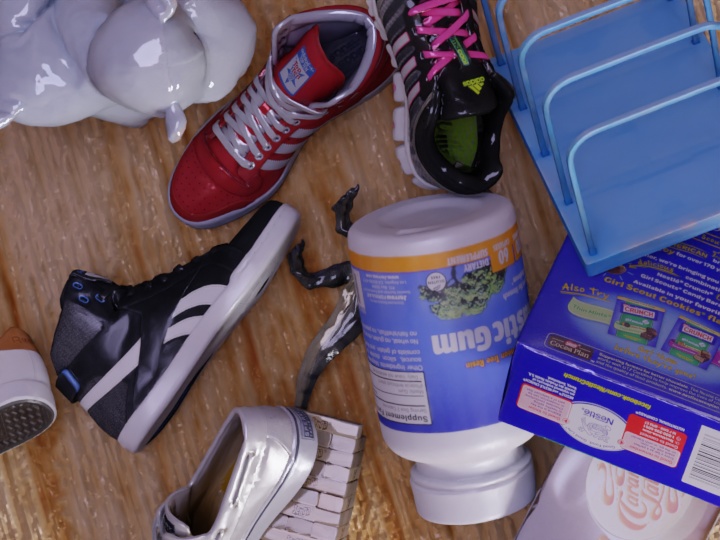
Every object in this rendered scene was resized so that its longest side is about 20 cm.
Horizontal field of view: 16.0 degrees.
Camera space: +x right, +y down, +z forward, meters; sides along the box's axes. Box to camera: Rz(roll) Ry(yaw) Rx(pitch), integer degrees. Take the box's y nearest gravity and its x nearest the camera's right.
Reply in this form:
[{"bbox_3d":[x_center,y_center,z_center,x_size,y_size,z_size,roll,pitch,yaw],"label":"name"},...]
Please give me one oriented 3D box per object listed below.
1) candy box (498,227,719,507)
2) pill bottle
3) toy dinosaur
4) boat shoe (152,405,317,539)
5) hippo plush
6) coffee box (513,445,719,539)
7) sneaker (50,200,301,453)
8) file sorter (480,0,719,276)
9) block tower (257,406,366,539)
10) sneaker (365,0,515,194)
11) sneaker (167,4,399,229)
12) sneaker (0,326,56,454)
[{"bbox_3d":[0.198,0.040,1.632,0.168,0.200,0.077,21,133,9],"label":"candy box"},{"bbox_3d":[0.061,0.058,1.674,0.111,0.112,0.201,-9,105,7],"label":"pill bottle"},{"bbox_3d":[0.000,0.000,1.735,0.200,0.047,0.088,-44,90,7],"label":"toy dinosaur"},{"bbox_3d":[-0.105,0.168,1.695,0.200,0.070,0.071,-55,41,27],"label":"boat shoe"},{"bbox_3d":[-0.162,-0.161,1.667,0.160,0.200,0.160,-3,102,44],"label":"hippo plush"},{"bbox_3d":[0.164,0.176,1.686,0.114,0.080,0.201,28,91,8],"label":"coffee box"},{"bbox_3d":[-0.137,0.014,1.735,0.112,0.073,0.200,37,94,6],"label":"sneaker"},{"bbox_3d":[0.167,-0.127,1.624,0.138,0.123,0.200,-20,48,-2],"label":"file sorter"},{"bbox_3d":[-0.042,0.195,1.725,0.054,0.058,0.201,13,91,8],"label":"block tower"},{"bbox_3d":[0.057,-0.134,1.641,0.073,0.087,0.201,-18,118,-22],"label":"sneaker"},{"bbox_3d":[-0.058,-0.106,1.710,0.200,0.112,0.071,-41,83,4],"label":"sneaker"},{"bbox_3d":[-0.301,0.104,1.767,0.199,0.073,0.085,-25,54,12],"label":"sneaker"}]
